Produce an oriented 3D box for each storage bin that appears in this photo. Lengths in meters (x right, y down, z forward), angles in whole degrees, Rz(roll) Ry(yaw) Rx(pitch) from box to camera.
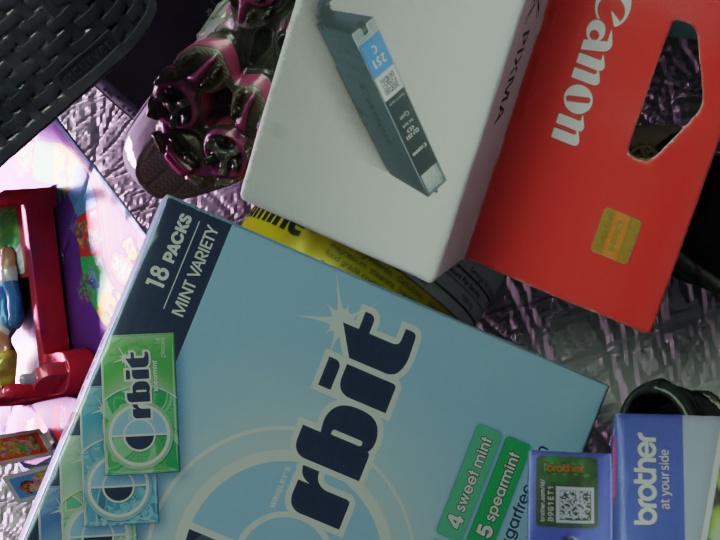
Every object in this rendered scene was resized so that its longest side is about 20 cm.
[{"bbox_3d":[-0.182,-0.133,1.114,0.135,0.094,0.200,-40,29,7],"label":"storage bin"}]

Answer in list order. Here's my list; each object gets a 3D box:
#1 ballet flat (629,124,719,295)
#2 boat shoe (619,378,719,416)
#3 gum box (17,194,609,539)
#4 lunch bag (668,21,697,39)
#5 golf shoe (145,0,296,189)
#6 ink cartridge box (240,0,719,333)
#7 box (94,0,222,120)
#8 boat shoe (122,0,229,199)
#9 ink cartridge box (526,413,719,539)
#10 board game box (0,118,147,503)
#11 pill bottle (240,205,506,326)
[{"bbox_3d":[0.169,-0.013,1.029,0.067,0.057,0.200,-49,49,-2],"label":"ballet flat"},{"bbox_3d":[0.123,0.134,0.966,0.074,0.066,0.200,-6,61,30],"label":"boat shoe"},{"bbox_3d":[-0.022,0.087,1.005,0.045,0.199,0.171,157,136,-80],"label":"gum box"},{"bbox_3d":[0.160,-0.189,1.094,0.170,0.122,0.201,13,73,37],"label":"lunch bag"},{"bbox_3d":[-0.019,-0.120,1.090,0.200,0.073,0.092,-42,-1,44],"label":"golf shoe"},{"bbox_3d":[0.061,-0.090,0.977,0.175,0.045,0.201,23,111,15],"label":"ink cartridge box"},{"bbox_3d":[-0.100,-0.197,1.279,0.200,0.104,0.148,-48,49,0],"label":"box"},{"bbox_3d":[-0.041,-0.114,1.222,0.200,0.074,0.067,-37,46,-7],"label":"boat shoe"},{"bbox_3d":[0.161,0.115,0.917,0.199,0.042,0.120,1,61,5],"label":"ink cartridge box"},{"bbox_3d":[-0.156,0.018,1.104,0.200,0.039,0.159,50,130,37],"label":"board game box"},{"bbox_3d":[0.000,0.000,1.094,0.112,0.112,0.201,26,79,40],"label":"pill bottle"}]
